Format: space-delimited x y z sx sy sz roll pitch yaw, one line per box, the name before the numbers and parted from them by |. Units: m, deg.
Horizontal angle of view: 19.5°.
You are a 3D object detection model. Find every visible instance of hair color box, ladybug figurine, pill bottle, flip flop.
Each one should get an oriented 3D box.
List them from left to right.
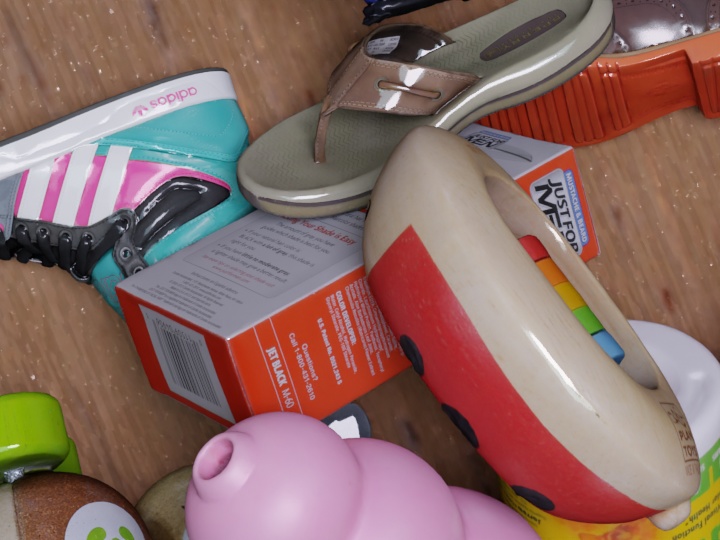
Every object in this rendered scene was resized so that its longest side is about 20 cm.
hair color box | 0.000 0.000 0.987 0.200 0.111 0.064 -30 117 -24
flip flop | 0.027 -0.092 0.988 0.200 0.081 0.058 -29 129 -3
ladybug figurine | 0.066 0.031 0.881 0.072 0.136 0.200 -40 72 15
pill bottle | 0.127 0.133 1.009 0.111 0.111 0.200 -12 125 -1

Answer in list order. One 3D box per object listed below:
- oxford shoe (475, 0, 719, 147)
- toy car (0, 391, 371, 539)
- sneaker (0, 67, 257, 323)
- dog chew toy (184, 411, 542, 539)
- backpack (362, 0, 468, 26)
oxford shoe | 0.127 -0.113 1.060 0.200 0.071 0.073 -6 59 5
toy car | -0.079 0.136 1.006 0.200 0.158 0.165 -13 73 -7
sneaker | -0.137 -0.009 1.041 0.200 0.084 0.121 -23 84 -2
dog chew toy | 0.001 0.130 0.907 0.125 0.125 0.200 -48 125 1
backpack | 0.045 -0.220 0.973 0.162 0.200 0.168 -32 87 15
